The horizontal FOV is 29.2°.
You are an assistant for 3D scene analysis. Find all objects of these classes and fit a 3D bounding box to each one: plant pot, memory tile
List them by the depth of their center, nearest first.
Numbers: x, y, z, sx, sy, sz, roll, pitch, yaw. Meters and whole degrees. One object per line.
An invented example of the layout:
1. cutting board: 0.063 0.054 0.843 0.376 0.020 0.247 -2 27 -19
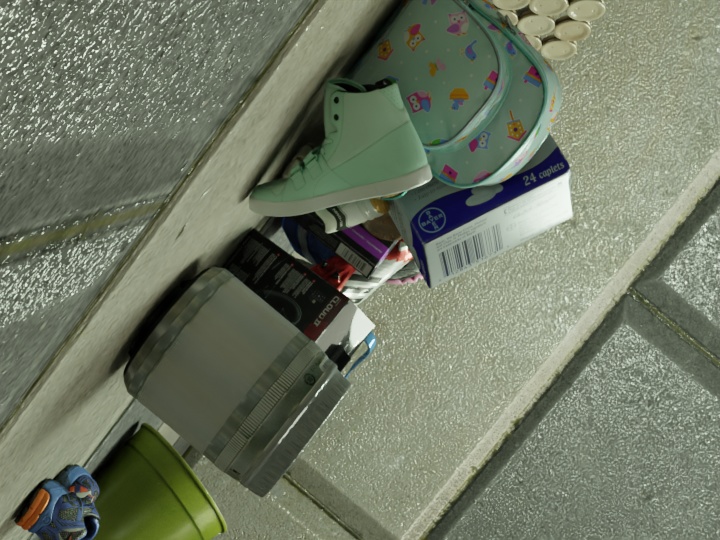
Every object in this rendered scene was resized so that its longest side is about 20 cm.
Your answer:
1. memory tile: 0.201 -0.323 1.767 0.154 0.197 0.017 119 -24 -66
2. plant pot: -0.329 0.360 2.000 0.192 0.201 0.201 -38 174 -19

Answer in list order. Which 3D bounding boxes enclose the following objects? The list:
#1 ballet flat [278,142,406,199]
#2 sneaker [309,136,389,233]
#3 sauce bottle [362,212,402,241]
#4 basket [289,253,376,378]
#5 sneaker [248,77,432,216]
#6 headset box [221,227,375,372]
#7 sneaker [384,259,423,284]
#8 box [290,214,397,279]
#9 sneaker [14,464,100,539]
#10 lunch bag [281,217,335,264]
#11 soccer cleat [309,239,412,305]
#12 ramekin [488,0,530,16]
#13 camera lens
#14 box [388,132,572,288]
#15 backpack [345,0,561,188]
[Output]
1. ballet flat: -0.032 -0.105 1.445 0.198 0.071 0.071 -2 -143 43
2. sneaker: -0.033 -0.103 1.557 0.087 0.076 0.200 -27 -157 -1
3. sauce bottle: 0.058 -0.129 1.651 0.066 0.065 0.202 -53 -166 56
4. basket: -0.084 0.069 1.792 0.139 0.199 0.177 -50 179 -35
5. sneaker: -0.033 -0.124 1.347 0.198 0.120 0.074 -12 -169 27
6. headset box: -0.092 0.067 1.566 0.149 0.199 0.077 -52 143 -6
7. sneaker: 0.094 -0.062 1.763 0.199 0.079 0.096 -33 145 -4
8. box: 0.009 -0.102 1.681 0.200 0.142 0.036 -50 176 -35
9. sneaker: -0.334 0.280 1.579 0.076 0.078 0.200 -51 179 4
10. lunch bag: -0.021 -0.064 1.829 0.136 0.132 0.200 -51 166 -10
11. soccer cleat: 0.000 0.000 1.696 0.199 0.069 0.086 -34 153 -26
12. ramekin: 0.224 -0.414 1.806 0.203 0.094 0.202 -52 178 -2
13. camera lens: -0.129 0.109 1.404 0.161 0.199 0.160 -51 178 -2
14. box: 0.110 -0.118 1.524 0.182 0.201 0.105 -26 150 -4
15. backpack: 0.099 -0.183 1.399 0.176 0.200 0.153 -50 174 11
